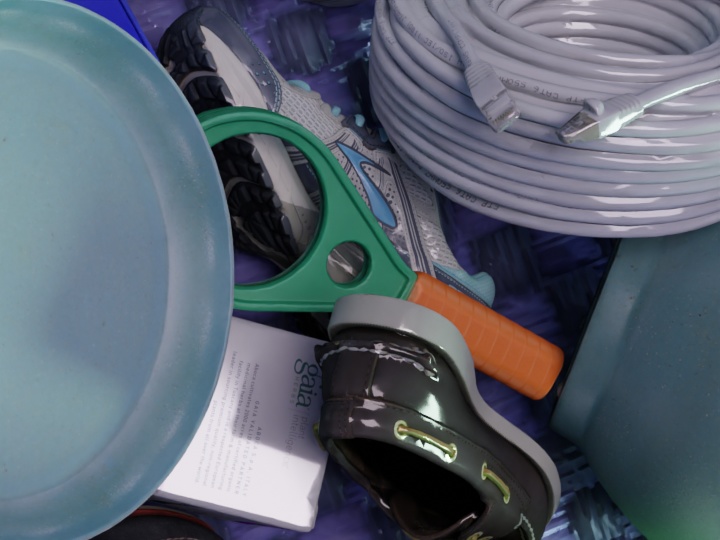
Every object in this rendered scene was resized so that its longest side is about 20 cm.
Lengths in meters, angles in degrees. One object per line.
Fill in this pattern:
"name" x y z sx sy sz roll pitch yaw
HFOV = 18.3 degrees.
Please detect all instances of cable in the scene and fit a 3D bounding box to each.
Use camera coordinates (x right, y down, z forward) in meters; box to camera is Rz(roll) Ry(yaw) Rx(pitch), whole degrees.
"cable" 0.102 -0.088 0.962 0.199 0.200 0.070 -9 123 -23

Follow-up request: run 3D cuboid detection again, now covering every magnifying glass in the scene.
"magnifying glass" 0.000 0.000 0.926 0.199 0.022 0.080 29 91 -20

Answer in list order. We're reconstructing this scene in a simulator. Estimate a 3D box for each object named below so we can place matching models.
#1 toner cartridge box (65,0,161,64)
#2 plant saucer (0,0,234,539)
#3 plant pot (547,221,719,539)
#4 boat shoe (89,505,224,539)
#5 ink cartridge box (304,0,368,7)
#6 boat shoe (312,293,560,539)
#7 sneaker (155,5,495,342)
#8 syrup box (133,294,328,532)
"toner cartridge box" -0.181 -0.066 0.897 0.199 0.095 0.043 -9 132 -22
"plant saucer" -0.125 0.001 0.818 0.199 0.027 0.202 1 88 -49
"plant pot" 0.162 0.038 0.984 0.133 0.200 0.201 22 76 6
"boat shoe" -0.115 0.141 0.885 0.199 0.062 0.072 -7 102 -47
"ink cartridge box" -0.069 -0.227 0.952 0.195 0.043 0.202 8 79 -44
"boat shoe" 0.030 0.082 0.932 0.201 0.071 0.061 54 46 -53
"sneaker" -0.014 -0.037 0.979 0.086 0.077 0.201 -42 109 -26
"syrup box" -0.111 0.047 0.920 0.199 0.081 0.079 16 80 -20
